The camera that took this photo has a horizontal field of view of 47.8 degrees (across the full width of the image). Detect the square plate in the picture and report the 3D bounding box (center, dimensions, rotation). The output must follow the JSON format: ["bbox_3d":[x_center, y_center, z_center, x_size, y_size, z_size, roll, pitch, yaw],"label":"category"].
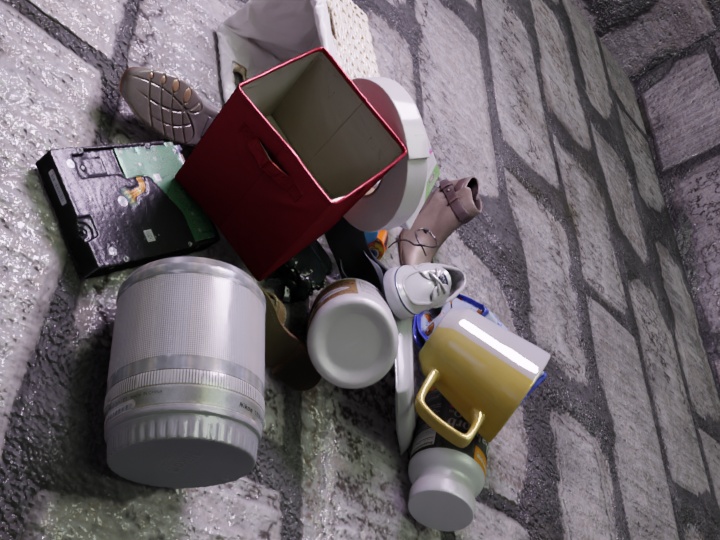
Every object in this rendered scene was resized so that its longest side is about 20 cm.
[{"bbox_3d":[0.062,0.132,1.168,0.200,0.028,0.203,82,7,-54],"label":"square plate"}]

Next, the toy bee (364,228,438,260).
[{"bbox_3d":[0.002,-0.049,1.261,0.199,0.110,0.130,41,35,13],"label":"toy bee"}]

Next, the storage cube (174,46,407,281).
[{"bbox_3d":[-0.083,-0.129,0.990,0.172,0.179,0.200,49,42,0],"label":"storage cube"}]

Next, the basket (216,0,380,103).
[{"bbox_3d":[-0.086,-0.302,1.204,0.160,0.198,0.202,19,53,-50],"label":"basket"}]

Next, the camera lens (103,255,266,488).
[{"bbox_3d":[-0.176,0.100,0.831,0.159,0.158,0.203,29,46,-41],"label":"camera lens"}]

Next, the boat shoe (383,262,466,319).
[{"bbox_3d":[0.093,0.018,1.124,0.199,0.064,0.075,-17,86,-65],"label":"boat shoe"}]

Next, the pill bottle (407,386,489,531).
[{"bbox_3d":[0.131,0.267,1.192,0.117,0.115,0.202,46,36,-24],"label":"pill bottle"}]

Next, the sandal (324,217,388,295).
[{"bbox_3d":[-0.001,0.000,1.201,0.202,0.075,0.043,59,6,-32],"label":"sandal"}]

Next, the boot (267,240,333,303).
[{"bbox_3d":[-0.096,-0.064,1.142,0.163,0.073,0.199,52,34,-21],"label":"boot"}]

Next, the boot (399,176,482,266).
[{"bbox_3d":[0.145,-0.080,1.424,0.070,0.145,0.203,40,40,-34],"label":"boot"}]

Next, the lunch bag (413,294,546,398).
[{"bbox_3d":[0.179,0.129,1.334,0.170,0.124,0.200,48,-3,-21],"label":"lunch bag"}]

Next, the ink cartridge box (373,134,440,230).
[{"bbox_3d":[0.056,-0.161,1.272,0.118,0.066,0.200,-60,157,-12],"label":"ink cartridge box"}]

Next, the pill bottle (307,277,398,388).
[{"bbox_3d":[-0.013,0.072,1.068,0.115,0.113,0.200,57,3,-9],"label":"pill bottle"}]

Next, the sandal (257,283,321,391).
[{"bbox_3d":[-0.125,0.064,1.032,0.212,0.077,0.070,51,10,-30],"label":"sandal"}]

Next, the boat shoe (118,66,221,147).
[{"bbox_3d":[-0.234,-0.201,1.047,0.199,0.071,0.077,30,88,-51],"label":"boat shoe"}]

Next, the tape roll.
[{"bbox_3d":[0.015,-0.153,1.083,0.037,0.202,0.206,-10,75,-33],"label":"tape roll"}]

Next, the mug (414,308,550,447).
[{"bbox_3d":[0.159,0.136,1.130,0.152,0.151,0.186,37,17,11],"label":"mug"}]

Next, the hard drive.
[{"bbox_3d":[-0.263,-0.077,0.944,0.199,0.037,0.142,-21,86,-57],"label":"hard drive"}]
